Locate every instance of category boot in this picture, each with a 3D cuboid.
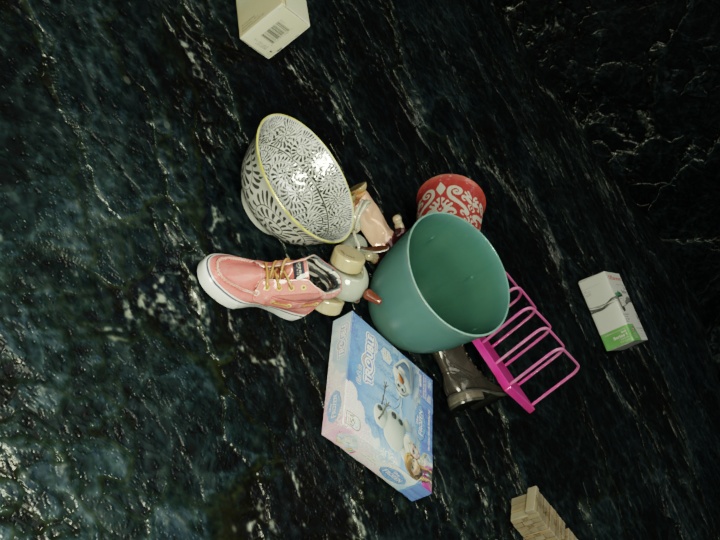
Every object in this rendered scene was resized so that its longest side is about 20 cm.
[{"bbox_3d":[0.175,0.149,1.482,0.199,0.069,0.176,12,52,-58],"label":"boot"}]

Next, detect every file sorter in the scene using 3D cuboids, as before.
[{"bbox_3d":[0.274,0.120,1.524,0.139,0.125,0.201,40,15,-53],"label":"file sorter"}]

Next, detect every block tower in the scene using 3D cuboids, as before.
[{"bbox_3d":[0.327,0.460,1.473,0.201,0.057,0.054,53,30,-20],"label":"block tower"}]

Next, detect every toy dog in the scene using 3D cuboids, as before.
[{"bbox_3d":[0.000,0.000,1.280,0.096,0.133,0.201,27,43,0],"label":"toy dog"}]

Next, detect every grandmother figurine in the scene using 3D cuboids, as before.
[{"bbox_3d":[0.039,-0.050,1.449,0.121,0.060,0.201,-44,109,-32],"label":"grandmother figurine"}]

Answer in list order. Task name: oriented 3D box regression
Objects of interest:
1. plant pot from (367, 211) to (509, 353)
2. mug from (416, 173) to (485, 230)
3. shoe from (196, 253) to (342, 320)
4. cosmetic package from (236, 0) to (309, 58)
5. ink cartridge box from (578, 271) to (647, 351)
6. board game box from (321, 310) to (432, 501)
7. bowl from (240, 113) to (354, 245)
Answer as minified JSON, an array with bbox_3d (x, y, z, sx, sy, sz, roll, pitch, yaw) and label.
[{"bbox_3d":[0.105,0.037,1.337,0.199,0.161,0.203,19,55,-29],"label":"plant pot"},{"bbox_3d":[0.173,-0.050,1.589,0.177,0.133,0.201,43,37,-27],"label":"mug"},{"bbox_3d":[-0.111,0.008,1.109,0.199,0.090,0.072,22,47,-50],"label":"shoe"},{"bbox_3d":[-0.152,-0.471,1.446,0.073,0.103,0.202,25,44,-46],"label":"cosmetic package"},{"bbox_3d":[0.679,0.109,2.317,0.145,0.084,0.202,5,62,-57],"label":"ink cartridge box"},{"bbox_3d":[0.031,0.193,1.232,0.199,0.043,0.202,41,35,-31],"label":"board game box"},{"bbox_3d":[-0.106,-0.109,1.215,0.200,0.094,0.202,39,35,-34],"label":"bowl"}]
